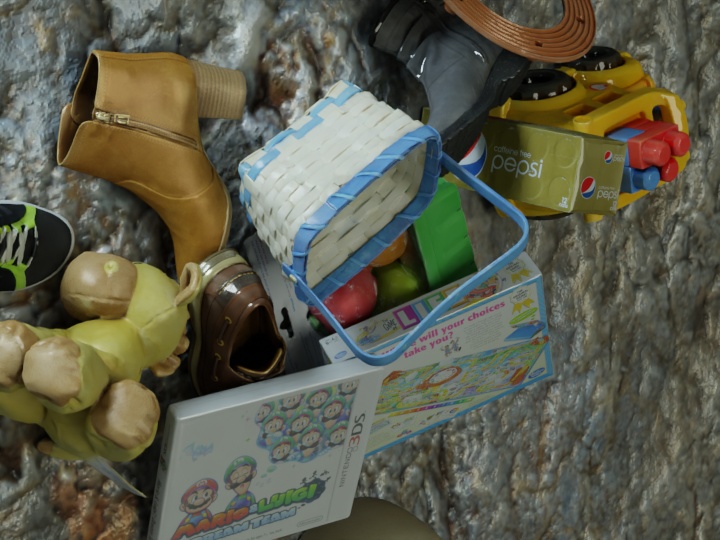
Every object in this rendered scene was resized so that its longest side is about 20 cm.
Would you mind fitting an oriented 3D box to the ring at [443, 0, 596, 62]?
[{"bbox_3d":[0.124,-0.257,1.717,0.200,0.201,0.019,-4,146,-42],"label":"ring"}]

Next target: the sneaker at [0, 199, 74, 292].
[{"bbox_3d":[-0.287,-0.012,1.433,0.199,0.083,0.072,0,101,-43],"label":"sneaker"}]

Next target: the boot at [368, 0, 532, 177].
[{"bbox_3d":[0.058,-0.169,1.685,0.200,0.131,0.070,-50,170,-42],"label":"boot"}]

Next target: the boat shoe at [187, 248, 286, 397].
[{"bbox_3d":[-0.098,0.071,1.606,0.072,0.068,0.200,-34,145,-23],"label":"boat shoe"}]

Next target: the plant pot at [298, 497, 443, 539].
[{"bbox_3d":[0.033,0.324,1.781,0.200,0.134,0.201,-13,109,-40],"label":"plant pot"}]

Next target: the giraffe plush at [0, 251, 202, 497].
[{"bbox_3d":[-0.194,0.057,1.498,0.200,0.172,0.163,51,58,-47],"label":"giraffe plush"}]

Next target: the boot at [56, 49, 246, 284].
[{"bbox_3d":[-0.174,-0.077,1.546,0.144,0.071,0.202,1,109,-30],"label":"boot"}]

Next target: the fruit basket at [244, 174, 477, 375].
[{"bbox_3d":[0.000,0.000,1.707,0.199,0.094,0.186,-28,124,-16],"label":"fruit basket"}]

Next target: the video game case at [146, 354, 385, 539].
[{"bbox_3d":[-0.082,0.164,1.639,0.199,0.024,0.183,-12,134,-29],"label":"video game case"}]

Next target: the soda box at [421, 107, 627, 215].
[{"bbox_3d":[0.140,-0.099,1.731,0.064,0.200,0.068,2,99,-43],"label":"soda box"}]

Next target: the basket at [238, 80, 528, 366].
[{"bbox_3d":[0.013,-0.041,1.556,0.176,0.200,0.139,-38,154,-17],"label":"basket"}]

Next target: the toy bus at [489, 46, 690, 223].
[{"bbox_3d":[0.242,-0.125,1.828,0.200,0.192,0.136,-26,116,-38],"label":"toy bus"}]

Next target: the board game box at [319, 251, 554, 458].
[{"bbox_3d":[0.070,0.077,1.706,0.199,0.034,0.135,-23,136,-11],"label":"board game box"}]
